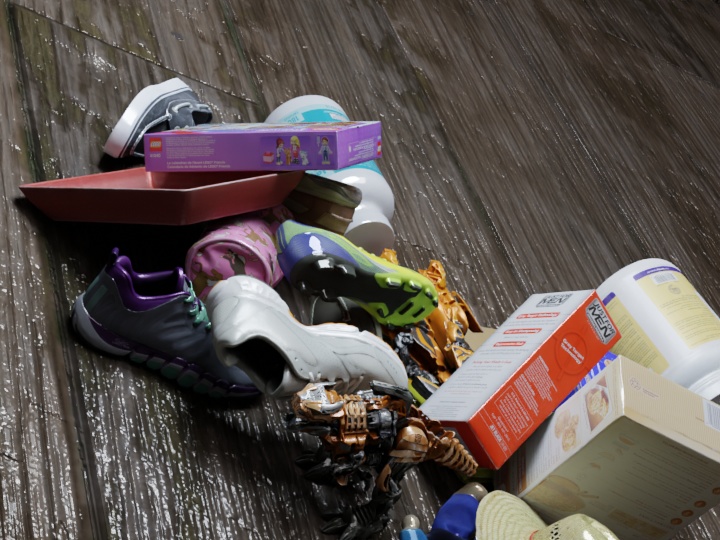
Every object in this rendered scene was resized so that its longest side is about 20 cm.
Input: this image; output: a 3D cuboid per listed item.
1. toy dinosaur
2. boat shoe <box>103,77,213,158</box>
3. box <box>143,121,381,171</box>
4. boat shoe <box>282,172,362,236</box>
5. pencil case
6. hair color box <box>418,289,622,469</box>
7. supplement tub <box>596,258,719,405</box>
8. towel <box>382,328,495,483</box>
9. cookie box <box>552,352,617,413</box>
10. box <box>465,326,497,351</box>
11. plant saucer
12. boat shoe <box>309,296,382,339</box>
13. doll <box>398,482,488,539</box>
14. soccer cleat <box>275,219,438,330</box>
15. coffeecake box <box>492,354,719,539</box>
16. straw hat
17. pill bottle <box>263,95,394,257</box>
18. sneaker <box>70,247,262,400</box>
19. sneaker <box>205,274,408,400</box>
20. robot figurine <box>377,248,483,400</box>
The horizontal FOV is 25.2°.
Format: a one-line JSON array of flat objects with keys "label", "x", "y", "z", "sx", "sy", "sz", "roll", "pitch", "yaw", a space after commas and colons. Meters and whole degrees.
[{"label": "toy dinosaur", "x": 0.017, "y": 0.155, "z": 1.369, "sx": 0.199, "sy": 0.136, "sz": 0.102, "roll": 28, "pitch": 26, "yaw": -15}, {"label": "boat shoe", "x": -0.205, "y": -0.149, "z": 1.684, "sx": 0.068, "sy": 0.072, "sz": 0.200, "roll": 35, "pitch": 19, "yaw": 2}, {"label": "box", "x": -0.093, "y": -0.121, "z": 1.562, "sx": 0.198, "sy": 0.040, "sz": 0.137, "roll": 1, "pitch": 9, "yaw": 19}, {"label": "boat shoe", "x": -0.087, "y": -0.073, "z": 1.660, "sx": 0.199, "sy": 0.073, "sz": 0.075, "roll": 18, "pitch": 5, "yaw": 42}, {"label": "pencil case", "x": -0.108, "y": -0.012, "z": 1.520, "sx": 0.086, "sy": 0.084, "sz": 0.200, "roll": -6, "pitch": 12, "yaw": 9}, {"label": "hair color box", "x": 0.149, "y": 0.102, "z": 1.536, "sx": 0.200, "sy": 0.101, "sz": 0.061, "roll": -43, "pitch": 109, "yaw": -27}, {"label": "supplement tub", "x": 0.361, "y": 0.101, "z": 1.868, "sx": 0.145, "sy": 0.146, "sz": 0.201, "roll": 9, "pitch": 37, "yaw": -43}, {"label": "towel", "x": 0.080, "y": 0.133, "z": 1.619, "sx": 0.086, "sy": 0.018, "sz": 0.201, "roll": 5, "pitch": 40, "yaw": -46}, {"label": "cookie box", "x": 0.245, "y": 0.152, "z": 1.671, "sx": 0.199, "sy": 0.075, "sz": 0.172, "roll": 28, "pitch": 27, "yaw": -17}, {"label": "box", "x": 0.196, "y": 0.141, "z": 1.742, "sx": 0.163, "sy": 0.021, "sz": 0.201, "roll": 11, "pitch": 36, "yaw": -41}, {"label": "plant saucer", "x": -0.182, "y": -0.071, "z": 1.509, "sx": 0.198, "sy": 0.037, "sz": 0.199, "roll": 2, "pitch": 10, "yaw": 31}, {"label": "boat shoe", "x": -0.018, "y": 0.085, "z": 1.516, "sx": 0.060, "sy": 0.072, "sz": 0.203, "roll": 24, "pitch": 32, "yaw": -33}, {"label": "doll", "x": 0.087, "y": 0.258, "z": 1.382, "sx": 0.136, "sy": 0.048, "sz": 0.200, "roll": 45, "pitch": 27, "yaw": 2}, {"label": "soccer cleat", "x": 0.000, "y": -0.001, "z": 1.509, "sx": 0.199, "sy": 0.065, "sz": 0.084, "roll": 20, "pitch": 32, "yaw": -45}, {"label": "coffeecake box", "x": 0.241, "y": 0.188, "z": 1.507, "sx": 0.153, "sy": 0.200, "sz": 0.073, "roll": 26, "pitch": 42, "yaw": -20}, {"label": "straw hat", "x": 0.188, "y": 0.262, "z": 1.399, "sx": 0.201, "sy": 0.085, "sz": 0.202, "roll": 42, "pitch": 28, "yaw": -28}, {"label": "pill bottle", "x": -0.032, "y": -0.091, "z": 1.746, "sx": 0.110, "sy": 0.111, "sz": 0.201, "roll": 13, "pitch": 33, "yaw": -38}, {"label": "sneaker", "x": -0.147, "y": 0.048, "z": 1.400, "sx": 0.199, "sy": 0.088, "sz": 0.075, "roll": 20, "pitch": 30, "yaw": -29}, {"label": "sneaker", "x": -0.047, "y": 0.086, "z": 1.375, "sx": 0.199, "sy": 0.076, "sz": 0.092, "roll": 25, "pitch": 33, "yaw": -19}, {"label": "robot figurine", "x": 0.080, "y": 0.068, "z": 1.641, "sx": 0.144, "sy": 0.058, "sz": 0.201, "roll": 11, "pitch": 36, "yaw": -41}]
